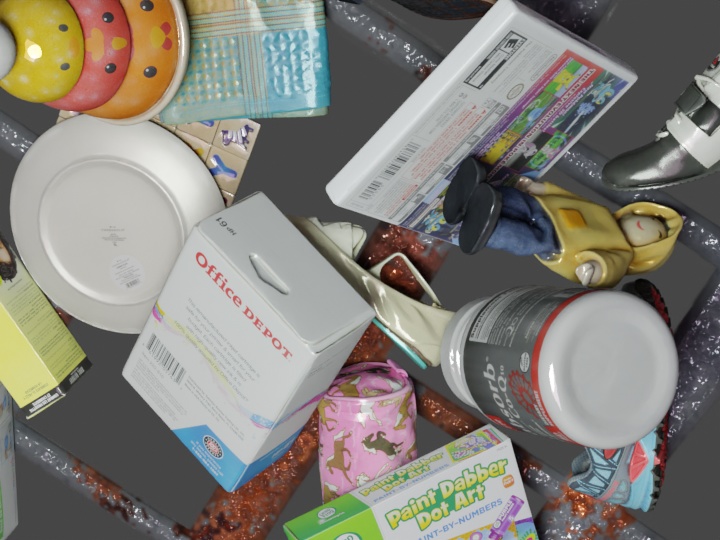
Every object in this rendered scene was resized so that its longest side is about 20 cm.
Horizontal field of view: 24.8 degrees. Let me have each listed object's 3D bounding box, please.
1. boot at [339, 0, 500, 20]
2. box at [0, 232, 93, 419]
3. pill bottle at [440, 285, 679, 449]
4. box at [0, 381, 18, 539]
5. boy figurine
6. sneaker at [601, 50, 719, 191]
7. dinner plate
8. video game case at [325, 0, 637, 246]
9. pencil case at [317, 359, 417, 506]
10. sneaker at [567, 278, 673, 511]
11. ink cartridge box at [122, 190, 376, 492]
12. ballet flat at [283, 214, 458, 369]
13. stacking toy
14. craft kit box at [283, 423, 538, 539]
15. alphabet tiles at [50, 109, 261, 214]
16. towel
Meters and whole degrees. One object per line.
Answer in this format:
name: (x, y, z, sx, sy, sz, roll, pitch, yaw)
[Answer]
boot: (0.031, -0.245, 1.212, 0.199, 0.075, 0.097, 18, 89, 39)
box: (-0.316, 0.025, 1.420, 0.050, 0.075, 0.201, -30, 101, 20)
pill bottle: (0.145, 0.070, 1.259, 0.115, 0.200, 0.117, 0, 91, -22)
box: (-0.378, 0.157, 1.462, 0.112, 0.101, 0.201, 6, 109, 11)
boy figurine: (0.165, -0.028, 1.261, 0.199, 0.125, 0.065, 10, 123, -25)
sneaker: (0.270, -0.123, 1.246, 0.199, 0.074, 0.089, -21, 103, 8)
dinner plate: (-0.209, -0.035, 1.397, 0.199, 0.024, 0.201, 5, 114, 12)
video game case: (0.094, -0.106, 1.244, 0.200, 0.182, 0.023, -46, 56, 21)
pencil case: (0.012, 0.179, 1.396, 0.082, 0.086, 0.201, 4, 111, 30)
sneaker: (0.203, 0.103, 1.331, 0.095, 0.079, 0.201, 5, 109, 13)
ink cartridge box: (-0.093, 0.058, 1.323, 0.145, 0.085, 0.200, 46, 136, 14)
ballet flat: (0.000, 0.000, 1.355, 0.200, 0.070, 0.070, 38, 112, -4)
stacking toy: (-0.239, -0.170, 1.253, 0.145, 0.200, 0.147, 9, 109, 29)
craft kit box: (0.057, 0.258, 1.370, 0.199, 0.048, 0.198, -24, 110, -16)
alphabet tiles: (-0.169, -0.126, 1.372, 0.166, 0.008, 0.201, 24, 112, 4)
towel: (-0.100, -0.220, 1.314, 0.146, 0.022, 0.201, -1, 103, 11)
